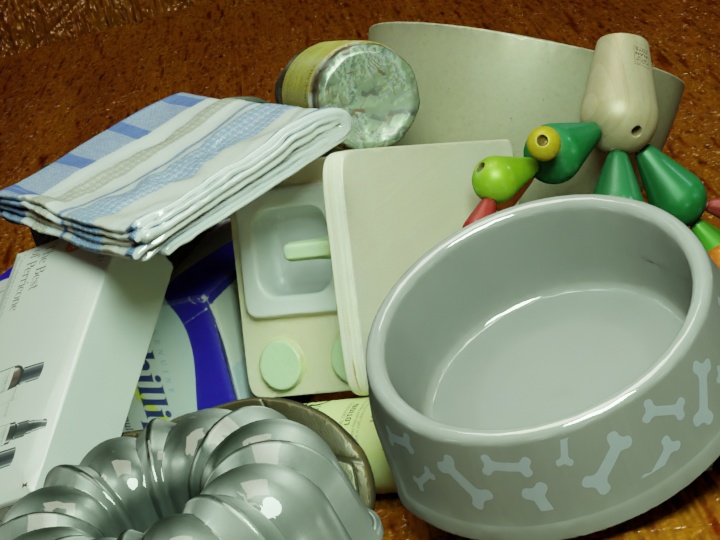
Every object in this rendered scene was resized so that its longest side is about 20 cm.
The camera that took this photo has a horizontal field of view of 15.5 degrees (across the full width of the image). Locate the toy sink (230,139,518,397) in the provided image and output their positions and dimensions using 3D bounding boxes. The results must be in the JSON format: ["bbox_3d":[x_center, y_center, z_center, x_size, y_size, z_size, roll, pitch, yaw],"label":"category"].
[{"bbox_3d":[0.000,0.000,1.481,0.111,0.132,0.200,-7,2,31],"label":"toy sink"}]

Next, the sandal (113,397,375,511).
[{"bbox_3d":[-0.068,0.112,1.365,0.199,0.082,0.054,-13,-10,38],"label":"sandal"}]

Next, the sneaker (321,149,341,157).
[{"bbox_3d":[-0.074,-0.032,1.681,0.200,0.092,0.076,-49,12,21],"label":"sneaker"}]

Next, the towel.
[{"bbox_3d":[-0.106,-0.057,1.439,0.146,0.024,0.200,-33,22,-23],"label":"towel"}]

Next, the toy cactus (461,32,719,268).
[{"bbox_3d":[0.147,-0.057,1.502,0.199,0.166,0.102,12,-20,-21],"label":"toy cactus"}]

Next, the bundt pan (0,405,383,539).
[{"bbox_3d":[-0.091,0.129,1.219,0.200,0.076,0.202,-19,21,8],"label":"bundt pan"}]

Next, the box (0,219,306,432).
[{"bbox_3d":[-0.137,0.048,1.585,0.198,0.106,0.184,-9,15,19],"label":"box"}]

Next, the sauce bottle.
[{"bbox_3d":[-0.015,-0.105,1.564,0.064,0.065,0.200,-17,10,-10],"label":"sauce bottle"}]

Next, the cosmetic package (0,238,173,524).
[{"bbox_3d":[-0.164,0.064,1.396,0.082,0.051,0.201,-17,39,28],"label":"cosmetic package"}]

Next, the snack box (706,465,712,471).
[{"bbox_3d":[0.134,0.062,1.382,0.115,0.037,0.200,-11,14,17],"label":"snack box"}]

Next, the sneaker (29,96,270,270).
[{"bbox_3d":[-0.126,-0.051,1.578,0.113,0.077,0.199,2,27,32],"label":"sneaker"}]

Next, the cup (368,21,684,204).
[{"bbox_3d":[0.090,-0.063,1.639,0.199,0.144,0.200,11,-2,0],"label":"cup"}]

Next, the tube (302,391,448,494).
[{"bbox_3d":[-0.029,0.096,1.401,0.199,0.052,0.058,-8,-4,35],"label":"tube"}]

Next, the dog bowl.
[{"bbox_3d":[0.092,0.040,1.291,0.199,0.059,0.201,-14,37,11],"label":"dog bowl"}]
